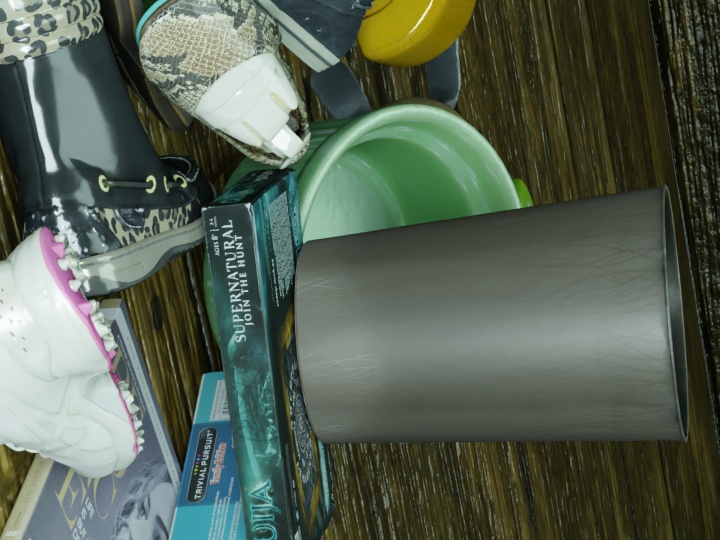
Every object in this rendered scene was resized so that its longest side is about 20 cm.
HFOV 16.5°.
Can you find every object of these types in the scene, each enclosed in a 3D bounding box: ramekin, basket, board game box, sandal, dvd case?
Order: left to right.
[{"bbox_3d":[-0.129,0.131,1.266,0.200,0.016,0.149,-75,154,-55],"label":"dvd case"},{"bbox_3d":[-0.112,-0.143,1.290,0.082,0.055,0.200,51,-9,32],"label":"sandal"},{"bbox_3d":[-0.059,0.180,1.409,0.151,0.047,0.200,-81,164,-50],"label":"board game box"},{"bbox_3d":[-0.046,0.053,1.316,0.135,0.028,0.201,-52,136,-77],"label":"board game box"},{"bbox_3d":[0.000,0.000,1.498,0.200,0.098,0.201,-3,95,-44],"label":"ramekin"},{"bbox_3d":[0.072,0.030,1.345,0.180,0.199,0.136,-54,138,-75],"label":"basket"}]

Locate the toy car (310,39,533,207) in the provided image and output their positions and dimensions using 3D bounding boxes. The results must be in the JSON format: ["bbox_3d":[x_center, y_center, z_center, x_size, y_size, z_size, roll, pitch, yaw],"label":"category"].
[{"bbox_3d":[0.033,-0.070,1.690,0.158,0.164,0.200,46,31,-66],"label":"toy car"}]

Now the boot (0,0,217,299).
[{"bbox_3d":[-0.130,-0.078,1.241,0.204,0.073,0.154,-50,130,-71],"label":"boot"}]

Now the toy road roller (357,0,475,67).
[{"bbox_3d":[0.044,-0.205,1.445,0.123,0.200,0.146,-8,79,-74],"label":"toy road roller"}]

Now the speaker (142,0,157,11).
[{"bbox_3d":[-0.104,-0.196,1.351,0.200,0.088,0.089,60,29,-56],"label":"speaker"}]

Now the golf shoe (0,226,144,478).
[{"bbox_3d":[-0.153,0.050,1.120,0.075,0.091,0.200,59,-10,25],"label":"golf shoe"}]

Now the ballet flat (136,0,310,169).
[{"bbox_3d":[-0.057,-0.091,1.282,0.075,0.068,0.200,53,2,12],"label":"ballet flat"}]

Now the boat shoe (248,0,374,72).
[{"bbox_3d":[-0.047,-0.166,1.303,0.075,0.062,0.200,47,5,27],"label":"boat shoe"}]
